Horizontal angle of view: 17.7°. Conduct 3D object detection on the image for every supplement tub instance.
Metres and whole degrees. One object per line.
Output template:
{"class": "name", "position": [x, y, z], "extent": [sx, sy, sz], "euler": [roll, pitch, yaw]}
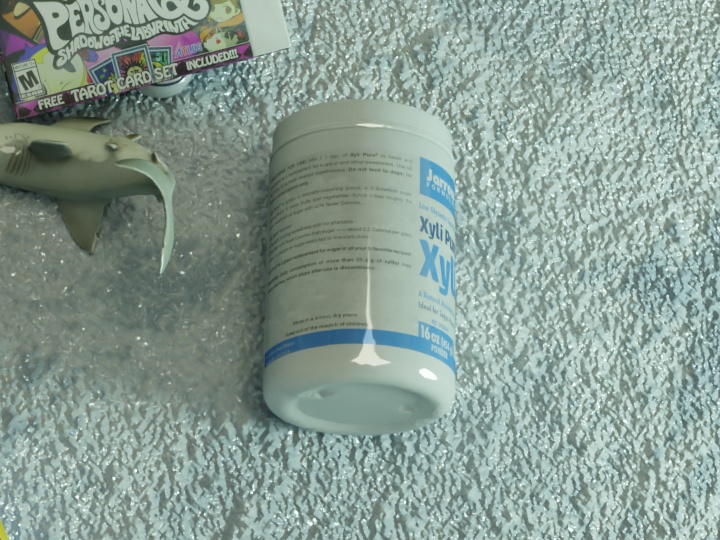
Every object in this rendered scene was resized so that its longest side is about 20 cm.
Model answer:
{"class": "supplement tub", "position": [0.000, 0.000, 1.561], "extent": [0.131, 0.132, 0.201], "euler": [7, 68, -14]}

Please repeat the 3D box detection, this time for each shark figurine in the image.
{"class": "shark figurine", "position": [-0.175, -0.050, 1.549], "extent": [0.128, 0.214, 0.090], "euler": [-14, 112, -50]}

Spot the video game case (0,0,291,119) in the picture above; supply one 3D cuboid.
{"class": "video game case", "position": [-0.164, -0.216, 1.580], "extent": [0.199, 0.036, 0.182], "euler": [-15, 100, -7]}

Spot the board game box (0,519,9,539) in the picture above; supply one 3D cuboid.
{"class": "board game box", "position": [-0.305, 0.218, 1.423], "extent": [0.199, 0.056, 0.196], "euler": [-20, 75, -23]}

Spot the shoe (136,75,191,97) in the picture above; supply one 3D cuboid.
{"class": "shoe", "position": [-0.154, -0.229, 1.631], "extent": [0.071, 0.091, 0.201], "euler": [-6, 70, -18]}
